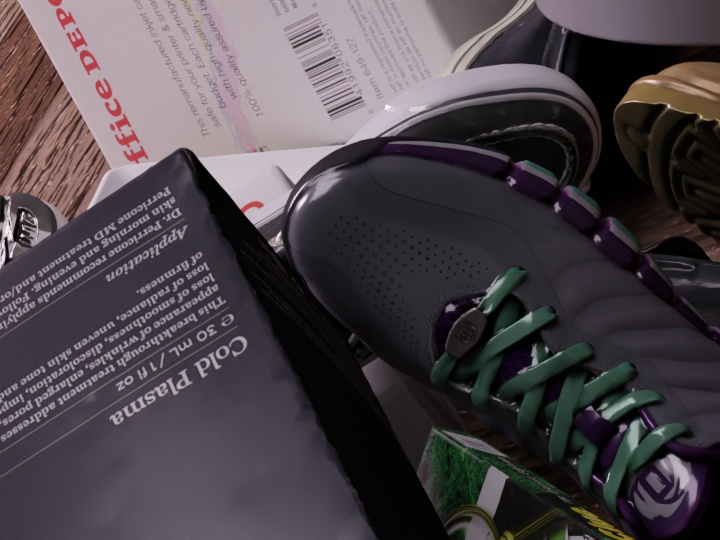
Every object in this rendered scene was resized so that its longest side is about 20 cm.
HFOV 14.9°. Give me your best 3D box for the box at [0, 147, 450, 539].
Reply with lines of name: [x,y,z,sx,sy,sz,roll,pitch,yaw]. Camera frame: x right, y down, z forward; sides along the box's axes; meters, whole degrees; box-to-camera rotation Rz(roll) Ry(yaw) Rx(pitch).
box: [-0.076,0.103,0.723,0.200,0.104,0.182,-33,44,5]

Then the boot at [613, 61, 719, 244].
boot: [0.199,-0.079,0.882,0.200,0.175,0.066,-58,-15,-27]

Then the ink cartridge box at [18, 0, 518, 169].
ink cartridge box: [-0.025,-0.134,1.213,0.200,0.147,0.145,-21,11,38]

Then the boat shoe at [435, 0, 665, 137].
boat shoe: [0.093,-0.089,1.095,0.062,0.075,0.200,6,30,26]

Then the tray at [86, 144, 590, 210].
tray: [-0.009,-0.028,1.102,0.200,0.022,0.107,-5,17,4]

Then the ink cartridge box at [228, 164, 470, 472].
ink cartridge box: [-0.069,0.076,1.003,0.200,0.083,0.147,-35,42,2]

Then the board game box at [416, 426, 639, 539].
board game box: [0.019,0.153,0.763,0.105,0.023,0.200,30,103,63]

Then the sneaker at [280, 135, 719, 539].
sneaker: [0.068,0.031,0.790,0.074,0.200,0.088,-57,11,16]

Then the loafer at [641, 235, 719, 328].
loafer: [0.095,0.023,0.934,0.070,0.068,0.200,-43,29,-23]

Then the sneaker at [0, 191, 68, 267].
sneaker: [-0.158,0.069,1.120,0.074,0.079,0.200,33,92,38]

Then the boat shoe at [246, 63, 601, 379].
boat shoe: [-0.001,-0.002,0.904,0.199,0.074,0.068,-23,28,-13]

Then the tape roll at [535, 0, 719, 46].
tape roll: [0.157,-0.144,1.007,0.200,0.066,0.200,-9,22,4]
